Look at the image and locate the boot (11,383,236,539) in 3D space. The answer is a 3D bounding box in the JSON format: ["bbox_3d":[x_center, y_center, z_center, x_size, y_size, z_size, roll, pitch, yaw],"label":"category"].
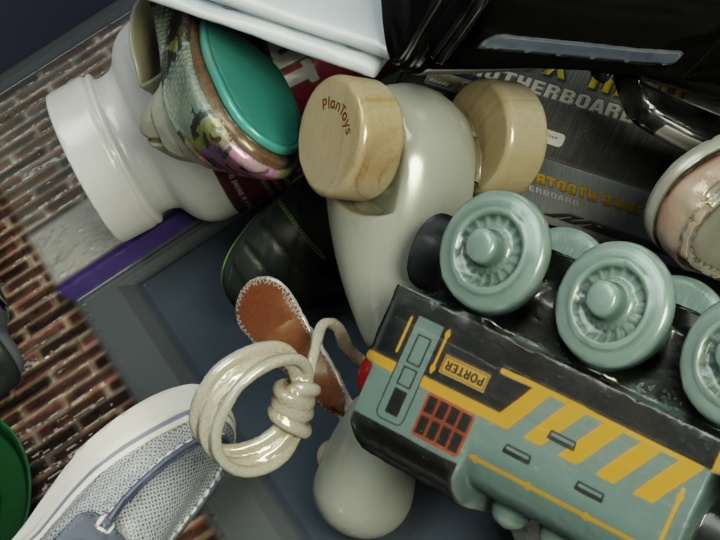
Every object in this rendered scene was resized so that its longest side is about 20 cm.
[{"bbox_3d":[-0.110,0.144,0.776,0.200,0.073,0.090,-46,51,-8],"label":"boot"}]

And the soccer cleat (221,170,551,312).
[{"bbox_3d":[0.029,-0.023,0.866,0.198,0.068,0.081,-25,43,-1],"label":"soccer cleat"}]

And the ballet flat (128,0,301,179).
[{"bbox_3d":[-0.073,-0.096,0.846,0.071,0.069,0.201,-38,42,22],"label":"ballet flat"}]

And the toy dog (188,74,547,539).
[{"bbox_3d":[0.000,0.000,0.779,0.201,0.131,0.096,-62,33,2],"label":"toy dog"}]

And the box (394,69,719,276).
[{"bbox_3d":[0.130,-0.086,0.839,0.198,0.049,0.159,20,58,15],"label":"box"}]

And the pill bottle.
[{"bbox_3d":[-0.054,-0.096,0.944,0.199,0.113,0.113,-27,41,1],"label":"pill bottle"}]

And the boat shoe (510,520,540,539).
[{"bbox_3d":[0.149,0.069,0.713,0.198,0.072,0.069,-17,58,6],"label":"boat shoe"}]

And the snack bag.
[{"bbox_3d":[-0.025,-0.168,0.849,0.187,0.022,0.200,19,43,19],"label":"snack bag"}]

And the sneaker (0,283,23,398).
[{"bbox_3d":[-0.215,-0.006,0.971,0.087,0.075,0.199,-38,42,-19],"label":"sneaker"}]

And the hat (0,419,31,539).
[{"bbox_3d":[-0.253,0.076,0.826,0.199,0.177,0.166,13,55,36],"label":"hat"}]

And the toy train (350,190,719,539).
[{"bbox_3d":[0.089,0.049,0.673,0.199,0.085,0.115,25,92,32],"label":"toy train"}]

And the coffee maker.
[{"bbox_3d":[0.123,-0.143,0.702,0.198,0.193,0.135,5,45,-19],"label":"coffee maker"}]

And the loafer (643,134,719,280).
[{"bbox_3d":[0.203,-0.018,0.710,0.198,0.072,0.063,-3,42,-31],"label":"loafer"}]
